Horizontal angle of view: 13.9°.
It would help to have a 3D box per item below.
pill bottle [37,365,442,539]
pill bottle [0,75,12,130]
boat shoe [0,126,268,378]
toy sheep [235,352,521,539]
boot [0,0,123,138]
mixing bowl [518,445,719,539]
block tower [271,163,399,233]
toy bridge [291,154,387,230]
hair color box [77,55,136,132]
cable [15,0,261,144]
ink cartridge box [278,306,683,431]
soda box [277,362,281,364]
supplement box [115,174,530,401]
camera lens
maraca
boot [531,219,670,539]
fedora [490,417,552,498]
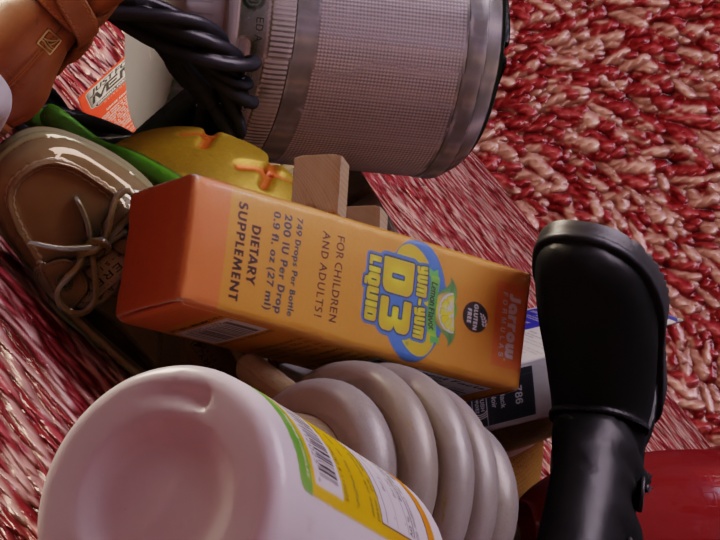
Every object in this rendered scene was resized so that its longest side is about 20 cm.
[{"bbox_3d":[-0.032,0.119,1.185,0.111,0.111,0.200,54,10,33],"label":"pill bottle"},{"bbox_3d":[-0.236,-0.100,1.123,0.200,0.116,0.116,48,8,0],"label":"pill bottle"},{"bbox_3d":[-0.106,0.009,1.442,0.200,0.073,0.063,45,6,-29],"label":"boat shoe"},{"bbox_3d":[0.006,0.105,1.401,0.199,0.138,0.138,13,31,-43],"label":"toy sheep"},{"bbox_3d":[-0.171,-0.130,1.456,0.074,0.155,0.200,43,10,-29],"label":"boot"},{"bbox_3d":[0.125,0.180,1.567,0.108,0.201,0.200,14,19,-14],"label":"mixing bowl"},{"bbox_3d":[-0.006,-0.018,1.744,0.058,0.054,0.200,59,2,-31],"label":"block tower"},{"bbox_3d":[0.000,0.000,1.543,0.200,0.027,0.068,46,45,-68],"label":"toy bridge"},{"bbox_3d":[-0.098,-0.047,1.789,0.101,0.061,0.200,43,11,-34],"label":"hair color box"},{"bbox_3d":[-0.132,-0.109,1.595,0.162,0.051,0.200,15,-26,1],"label":"cable"},{"bbox_3d":[0.066,0.055,1.575,0.099,0.199,0.039,-159,-121,-64],"label":"ink cartridge box"},{"bbox_3d":[0.009,0.053,1.853,0.064,0.070,0.200,51,8,6],"label":"soda box"},{"bbox_3d":[-0.015,0.011,1.426,0.199,0.067,0.069,16,-18,-33],"label":"supplement box"},{"bbox_3d":[-0.024,-0.140,1.712,0.199,0.161,0.160,5,26,-18],"label":"camera lens"},{"bbox_3d":[-0.097,-0.027,1.569,0.199,0.107,0.137,32,-15,22],"label":"maraca"},{"bbox_3d":[0.104,0.101,1.431,0.165,0.065,0.201,66,34,-48],"label":"boot"},{"bbox_3d":[0.046,0.103,1.647,0.201,0.199,0.082,-94,177,-77],"label":"fedora"}]
